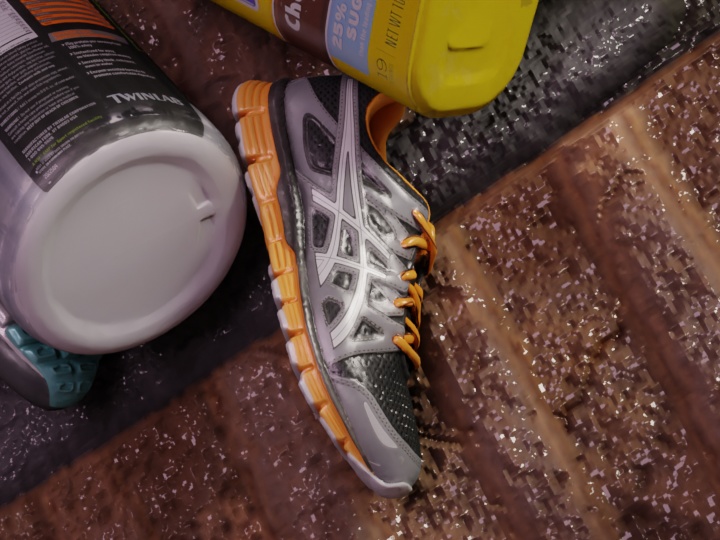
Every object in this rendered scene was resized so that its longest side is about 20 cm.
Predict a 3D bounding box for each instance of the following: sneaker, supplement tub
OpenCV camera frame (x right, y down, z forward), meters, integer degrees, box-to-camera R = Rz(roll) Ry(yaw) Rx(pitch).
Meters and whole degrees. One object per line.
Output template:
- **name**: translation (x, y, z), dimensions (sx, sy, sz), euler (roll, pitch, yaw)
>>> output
- **sneaker**: translation (-0.199, 0.018, 1.212), dimensions (0.200, 0.077, 0.092), euler (40, 110, 34)
- **sneaker**: translation (0.000, 0.000, 1.106), dimensions (0.077, 0.078, 0.201), euler (-15, 73, 2)
- **supplement tub**: translation (-0.146, -0.063, 1.159), dimensions (0.123, 0.122, 0.200), euler (-48, 46, 5)

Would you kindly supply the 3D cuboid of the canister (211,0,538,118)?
- **canister**: translation (-0.011, -0.168, 1.122), dimensions (0.200, 0.086, 0.149), euler (31, 118, 37)
